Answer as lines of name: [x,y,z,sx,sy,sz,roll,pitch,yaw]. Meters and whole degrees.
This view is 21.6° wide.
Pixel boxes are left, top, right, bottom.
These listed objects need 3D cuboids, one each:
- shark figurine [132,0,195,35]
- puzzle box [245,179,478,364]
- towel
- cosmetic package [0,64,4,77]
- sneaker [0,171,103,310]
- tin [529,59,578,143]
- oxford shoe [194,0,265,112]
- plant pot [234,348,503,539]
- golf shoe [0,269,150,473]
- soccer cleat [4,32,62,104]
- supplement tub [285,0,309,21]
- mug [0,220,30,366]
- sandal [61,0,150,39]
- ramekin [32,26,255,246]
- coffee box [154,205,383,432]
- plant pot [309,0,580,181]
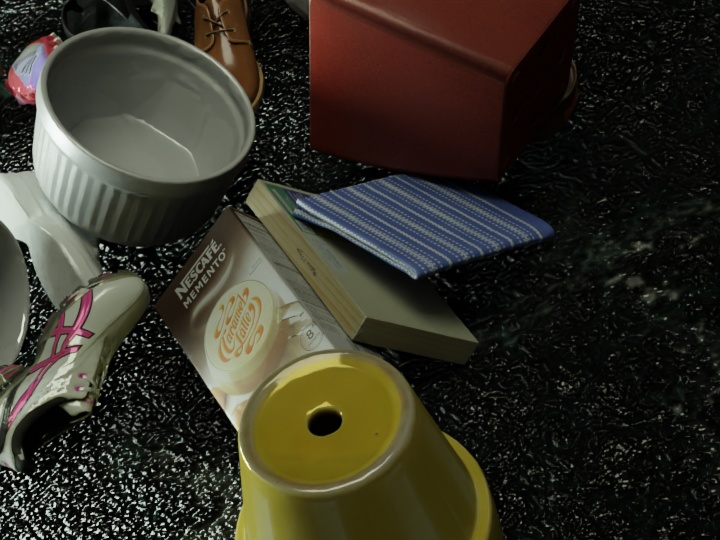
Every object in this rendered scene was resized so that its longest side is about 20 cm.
shark figurine: [-0.198,-0.265,1.908,0.129,0.089,0.215,-53,39,12]
puzzle box: [0.000,0.000,1.579,0.026,0.132,0.200,-58,44,20]
towel: [0.056,-0.040,1.596,0.144,0.024,0.199,29,28,32]
cosmetic package: [-0.467,-0.179,1.893,0.103,0.088,0.200,25,58,31]
sneaker: [-0.260,-0.032,1.721,0.088,0.076,0.200,-14,46,-30]
tin: [0.105,-0.169,1.755,0.198,0.042,0.112,9,48,22]
oxford shoe: [-0.138,-0.224,1.853,0.071,0.072,0.201,-14,48,1]
plant pot: [-0.006,0.164,1.379,0.199,0.190,0.202,-8,46,9]
golf shoe: [-0.242,0.088,1.601,0.092,0.073,0.200,35,75,31]
soccer cleat: [-0.306,-0.184,1.830,0.076,0.067,0.200,-42,19,-1]
supplement tub: [-0.009,-0.351,1.882,0.139,0.141,0.201,-4,48,13]
mug: [-0.402,0.052,1.642,0.174,0.147,0.202,-2,78,24]
sandal: [-0.255,-0.244,1.849,0.076,0.048,0.200,-57,37,6]
ramekin: [-0.202,-0.114,1.702,0.198,0.106,0.201,14,43,-13]
coffee box: [-0.073,0.058,1.538,0.115,0.079,0.200,-52,47,13]
plant pot: [0.081,-0.194,1.637,0.175,0.201,0.200,27,56,18]
